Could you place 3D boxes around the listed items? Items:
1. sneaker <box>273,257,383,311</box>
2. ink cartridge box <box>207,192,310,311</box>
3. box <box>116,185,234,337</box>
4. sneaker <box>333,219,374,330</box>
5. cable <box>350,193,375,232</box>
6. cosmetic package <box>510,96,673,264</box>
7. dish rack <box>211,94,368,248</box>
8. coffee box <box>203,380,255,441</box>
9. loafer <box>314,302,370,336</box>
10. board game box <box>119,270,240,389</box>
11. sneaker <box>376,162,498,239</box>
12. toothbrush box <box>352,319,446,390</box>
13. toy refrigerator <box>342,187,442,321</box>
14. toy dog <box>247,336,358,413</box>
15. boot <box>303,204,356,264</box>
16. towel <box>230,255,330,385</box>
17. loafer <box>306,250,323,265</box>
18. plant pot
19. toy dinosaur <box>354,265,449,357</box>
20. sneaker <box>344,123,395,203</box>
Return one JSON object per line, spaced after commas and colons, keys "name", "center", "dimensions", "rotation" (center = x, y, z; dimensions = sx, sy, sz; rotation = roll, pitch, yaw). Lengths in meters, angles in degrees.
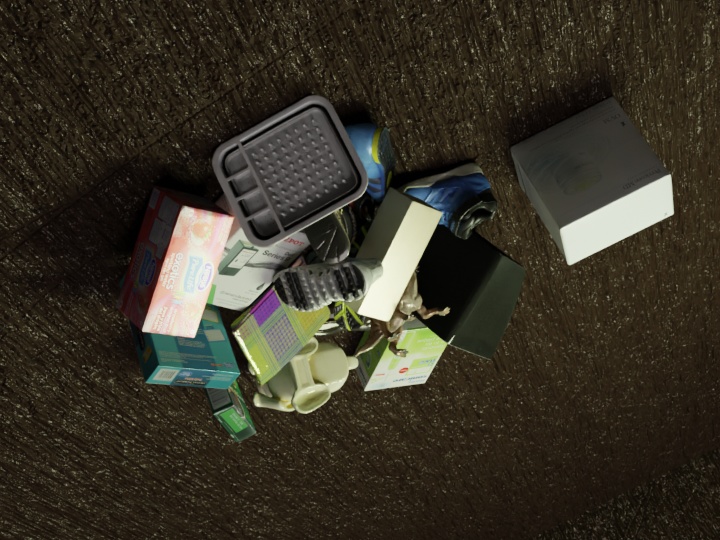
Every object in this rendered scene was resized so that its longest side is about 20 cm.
{"name": "sneaker", "center": [-0.051, 0.017, 1.603], "dimensions": [0.199, 0.075, 0.081], "rotation": [-6, -164, 37]}
{"name": "ink cartridge box", "center": [-0.192, -0.037, 1.622], "dimensions": [0.146, 0.084, 0.200], "rotation": [17, 129, -45]}
{"name": "box", "center": [-0.278, -0.012, 1.519], "dimensions": [0.094, 0.103, 0.201], "rotation": [11, 103, -40]}
{"name": "sneaker", "center": [0.000, 0.000, 1.730], "dimensions": [0.075, 0.076, 0.201], "rotation": [20, 111, -1]}
{"name": "cable", "center": [0.005, -0.086, 1.737], "dimensions": [0.097, 0.050, 0.200], "rotation": [-53, 152, 10]}
{"name": "cosmetic package", "center": [0.391, -0.153, 1.720], "dimensions": [0.199, 0.200, 0.123], "rotation": [-27, 146, 3]}
{"name": "dish rack", "center": [-0.100, -0.142, 1.486], "dimensions": [0.199, 0.172, 0.044], "rotation": [-28, 170, 7]}
{"name": "coffee box", "center": [-0.251, 0.190, 1.788], "dimensions": [0.044, 0.200, 0.123], "rotation": [-26, 144, -2]}
{"name": "loafer", "center": [-0.042, 0.070, 1.881], "dimensions": [0.199, 0.073, 0.072], "rotation": [-4, 129, -32]}
{"name": "board game box", "center": [-0.292, 0.092, 1.631], "dimensions": [0.151, 0.201, 0.047], "rotation": [11, 132, -40]}
{"name": "sneaker", "center": [0.134, -0.098, 1.701], "dimensions": [0.199, 0.112, 0.077], "rotation": [-21, 154, -13]}
{"name": "toothbrush box", "center": [0.086, 0.144, 2.032], "dimensions": [0.145, 0.086, 0.200], "rotation": [-4, 142, -27]}
{"name": "toy refrigerator", "center": [0.044, -0.026, 1.637], "dimensions": [0.076, 0.070, 0.201], "rotation": [16, 104, -42]}
{"name": "toy dog", "center": [-0.122, 0.187, 1.893], "dimensions": [0.193, 0.140, 0.200], "rotation": [-23, 180, -35]}
{"name": "boot", "center": [-0.065, -0.111, 1.583], "dimensions": [0.073, 0.201, 0.151], "rotation": [-27, -178, 9]}
{"name": "towel", "center": [-0.134, 0.086, 1.747], "dimensions": [0.200, 0.023, 0.144], "rotation": [-48, 131, -30]}
{"name": "loafer", "center": [-0.015, 0.014, 1.816], "dimensions": [0.200, 0.063, 0.072], "rotation": [18, 128, -44]}
{"name": "plant pot", "center": [0.178, 0.020, 1.819], "dimensions": [0.178, 0.199, 0.200], "rotation": [-54, 148, 7]}
{"name": "toy dinosaur", "center": [0.055, 0.058, 1.715], "dimensions": [0.200, 0.136, 0.086], "rotation": [-49, 143, 14]}
{"name": "sneaker", "center": [0.009, -0.171, 1.601], "dimensions": [0.078, 0.066, 0.200], "rotation": [9, 158, 13]}
